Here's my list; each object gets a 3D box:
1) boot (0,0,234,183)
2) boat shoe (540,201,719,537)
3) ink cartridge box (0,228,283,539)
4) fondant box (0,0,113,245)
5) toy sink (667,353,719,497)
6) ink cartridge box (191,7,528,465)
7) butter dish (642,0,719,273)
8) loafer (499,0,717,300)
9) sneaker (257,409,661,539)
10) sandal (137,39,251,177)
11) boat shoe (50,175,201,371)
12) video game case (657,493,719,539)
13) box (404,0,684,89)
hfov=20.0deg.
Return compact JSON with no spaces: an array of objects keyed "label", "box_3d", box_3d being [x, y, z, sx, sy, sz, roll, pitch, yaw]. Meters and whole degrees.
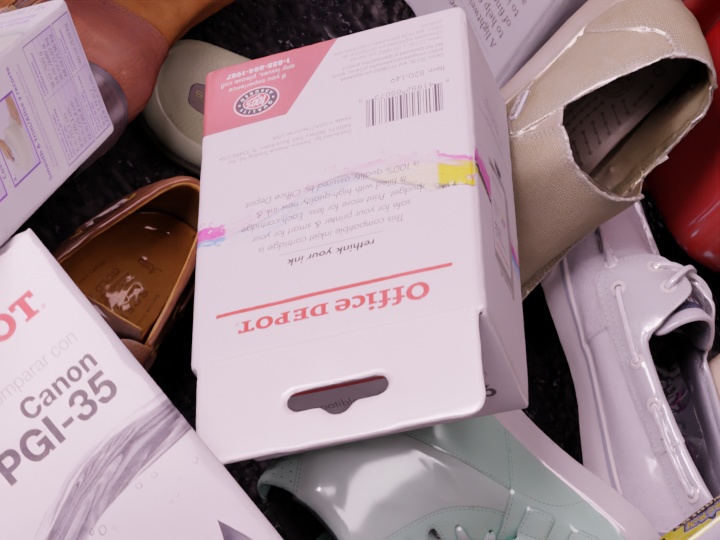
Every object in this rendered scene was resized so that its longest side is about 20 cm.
[{"label":"boot","box_3d":[-0.151,-0.139,0.888,0.188,0.069,0.200,20,41,10]},{"label":"boat shoe","box_3d":[0.130,0.031,0.920,0.072,0.068,0.200,22,52,-38]},{"label":"ink cartridge box","box_3d":[-0.115,0.109,0.706,0.146,0.083,0.200,-42,98,-23]},{"label":"fondant box","box_3d":[-0.189,-0.025,0.705,0.200,0.144,0.058,-62,137,-62]},{"label":"toy sink","box_3d":[0.257,0.088,0.941,0.200,0.130,0.112,8,58,-24]},{"label":"ink cartridge box","box_3d":[0.000,0.000,0.802,0.068,0.116,0.200,61,22,-47]},{"label":"butter dish","box_3d":[0.230,-0.047,0.954,0.199,0.200,0.148,10,51,-24]},{"label":"loafer","box_3d":[0.080,-0.042,0.895,0.076,0.200,0.068,37,4,-30]},{"label":"sneaker","box_3d":[0.044,0.121,0.846,0.200,0.074,0.118,44,65,-10]},{"label":"sandal","box_3d":[-0.003,-0.057,0.928,0.201,0.057,0.080,16,55,-20]},{"label":"boat shoe","box_3d":[-0.120,0.031,0.801,0.072,0.068,0.200,39,51,-4]},{"label":"video game case","box_3d":[0.189,0.180,0.821,0.181,0.026,0.200,-37,95,2]},{"label":"box","box_3d":[0.121,-0.191,1.023,0.200,0.131,0.199,-6,60,-33]}]
